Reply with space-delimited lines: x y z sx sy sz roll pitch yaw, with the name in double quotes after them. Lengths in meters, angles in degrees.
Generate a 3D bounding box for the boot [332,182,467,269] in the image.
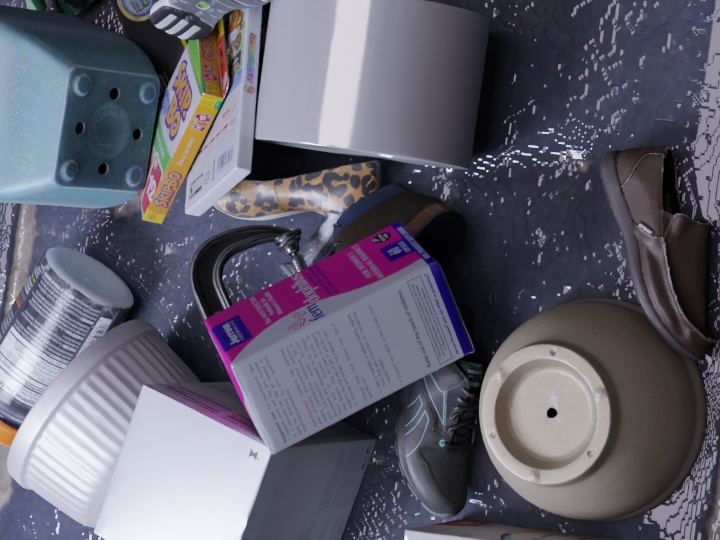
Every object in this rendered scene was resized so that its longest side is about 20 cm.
0.000 0.000 1.716 0.200 0.075 0.097 -39 39 -7 "boot"

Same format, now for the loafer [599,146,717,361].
0.269 -0.021 1.598 0.071 0.073 0.201 -24 78 25 "loafer"

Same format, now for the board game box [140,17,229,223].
-0.170 -0.145 1.766 0.200 0.030 0.096 -55 33 42 "board game box"

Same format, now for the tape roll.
0.010 -0.173 1.671 0.202 0.202 0.140 9 93 28 "tape roll"

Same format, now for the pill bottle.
-0.325 0.084 1.897 0.106 0.106 0.200 41 107 23 "pill bottle"

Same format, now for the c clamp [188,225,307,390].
-0.063 0.040 1.739 0.170 0.027 0.201 -29 86 -14 "c clamp"

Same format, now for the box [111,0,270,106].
-0.155 -0.249 1.850 0.160 0.044 0.201 -31 75 24 "box"

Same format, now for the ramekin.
-0.237 0.157 1.800 0.105 0.200 0.200 40 106 14 "ramekin"

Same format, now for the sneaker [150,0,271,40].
-0.121 -0.290 1.661 0.200 0.075 0.116 -17 55 52 "sneaker"

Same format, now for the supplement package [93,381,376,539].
-0.114 0.200 1.724 0.150 0.200 0.152 24 99 27 "supplement package"

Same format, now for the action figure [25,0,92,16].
-0.341 -0.358 1.953 0.118 0.055 0.201 -31 70 27 "action figure"

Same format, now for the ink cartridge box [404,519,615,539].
0.150 0.265 1.628 0.199 0.116 0.068 4 90 27 "ink cartridge box"

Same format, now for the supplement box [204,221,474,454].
-0.020 0.057 1.612 0.199 0.104 0.101 -28 29 -8 "supplement box"

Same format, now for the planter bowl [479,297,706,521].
0.184 0.122 1.605 0.199 0.135 0.201 -1 87 29 "planter bowl"

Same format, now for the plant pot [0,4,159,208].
-0.308 -0.151 1.816 0.200 0.196 0.197 17 100 41 "plant pot"

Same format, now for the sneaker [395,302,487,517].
0.076 0.124 1.689 0.079 0.075 0.201 -13 81 38 "sneaker"

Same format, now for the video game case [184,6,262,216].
-0.127 -0.166 1.726 0.143 0.018 0.201 147 129 -62 "video game case"

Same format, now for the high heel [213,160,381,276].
-0.076 -0.102 1.787 0.200 0.071 0.143 44 110 11 "high heel"
